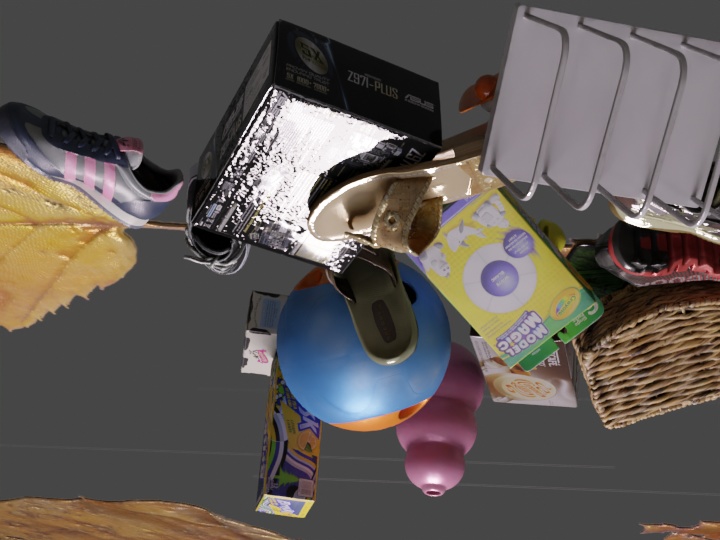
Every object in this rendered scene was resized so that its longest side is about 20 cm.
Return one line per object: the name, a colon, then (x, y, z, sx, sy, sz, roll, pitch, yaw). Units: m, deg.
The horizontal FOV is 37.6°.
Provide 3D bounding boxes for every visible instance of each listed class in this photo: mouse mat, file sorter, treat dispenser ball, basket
mouse mat: (0.325, 0.021, 1.245, 0.198, 0.008, 0.161, 9, 151, -4)
file sorter: (0.215, -0.115, 0.827, 0.198, 0.125, 0.140, 7, 109, -12)
treat dispenser ball: (0.003, 0.081, 1.206, 0.199, 0.202, 0.201, 4, 151, 2)
basket: (0.337, 0.061, 1.198, 0.199, 0.149, 0.143, -19, 118, 12)

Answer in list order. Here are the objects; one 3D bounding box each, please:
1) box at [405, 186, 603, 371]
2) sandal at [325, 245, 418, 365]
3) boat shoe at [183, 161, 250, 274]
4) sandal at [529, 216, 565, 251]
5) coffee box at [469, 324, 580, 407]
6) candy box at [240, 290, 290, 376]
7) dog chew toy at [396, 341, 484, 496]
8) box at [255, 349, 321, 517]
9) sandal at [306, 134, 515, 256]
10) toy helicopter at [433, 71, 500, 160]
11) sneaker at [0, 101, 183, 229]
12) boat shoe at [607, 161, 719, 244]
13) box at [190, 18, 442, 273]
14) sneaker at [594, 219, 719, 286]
box: (0.148, 0.008, 1.075, 0.117, 0.048, 0.200, -40, 103, 17)
sandal: (0.001, 0.000, 1.087, 0.079, 0.202, 0.057, -31, 162, 13)
boat shoe: (-0.158, -0.036, 1.159, 0.073, 0.069, 0.200, 8, 151, -4)
sandal: (0.122, -0.020, 1.126, 0.198, 0.088, 0.080, 9, 153, -3)
coffee box: (0.207, 0.092, 1.308, 0.113, 0.080, 0.200, 2, 151, 16)
candy box: (-0.052, 0.095, 1.382, 0.198, 0.061, 0.137, 8, 151, -6)
dog chew toy: (0.101, 0.196, 1.393, 0.123, 0.201, 0.125, 3, 151, 2)
box: (-0.083, 0.192, 1.291, 0.064, 0.201, 0.070, 10, 150, -10)
sandal: (0.048, -0.049, 0.916, 0.210, 0.070, 0.078, -21, 144, 17)
toy helicopter: (0.120, -0.124, 0.950, 0.199, 0.079, 0.132, -16, 138, 32)
sneaker: (-0.263, -0.119, 1.050, 0.082, 0.071, 0.200, -32, 139, 24)
boat shoe: (0.342, -0.070, 1.014, 0.199, 0.072, 0.066, 8, 156, 5)
box: (-0.044, -0.106, 0.969, 0.163, 0.087, 0.200, 17, 139, -20)
sneaker: (0.333, -0.020, 1.109, 0.199, 0.071, 0.098, 2, 171, -18)
